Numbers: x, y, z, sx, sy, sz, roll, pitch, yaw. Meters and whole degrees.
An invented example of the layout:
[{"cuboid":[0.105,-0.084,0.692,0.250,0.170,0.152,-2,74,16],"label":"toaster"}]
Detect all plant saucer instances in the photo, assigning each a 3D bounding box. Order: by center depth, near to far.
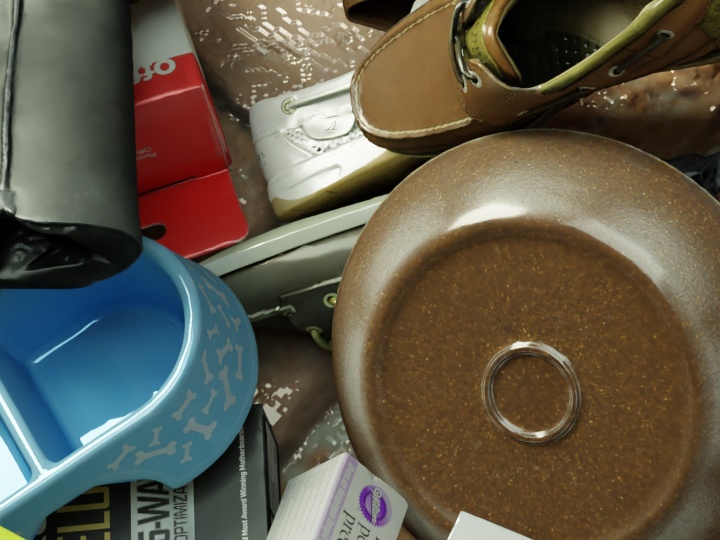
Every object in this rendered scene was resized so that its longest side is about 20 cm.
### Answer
[{"cuboid":[0.073,0.045,1.004,0.200,0.037,0.201,6,105,22],"label":"plant saucer"}]

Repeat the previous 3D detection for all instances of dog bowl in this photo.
[{"cuboid":[-0.138,0.059,1.021,0.200,0.050,0.112,-34,62,-1],"label":"dog bowl"}]

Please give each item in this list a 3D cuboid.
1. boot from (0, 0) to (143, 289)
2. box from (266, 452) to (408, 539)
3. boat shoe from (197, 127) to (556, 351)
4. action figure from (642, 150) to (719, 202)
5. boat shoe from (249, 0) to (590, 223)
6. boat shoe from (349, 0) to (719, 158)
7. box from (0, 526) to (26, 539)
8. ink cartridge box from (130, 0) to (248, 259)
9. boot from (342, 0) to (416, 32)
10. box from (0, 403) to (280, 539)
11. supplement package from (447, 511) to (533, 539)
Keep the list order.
[{"cuboid":[-0.100,-0.088,1.033,0.164,0.066,0.200,-12,46,15],"label":"boot"},{"cuboid":[-0.032,0.161,0.965,0.039,0.041,0.200,41,45,-21],"label":"box"},{"cuboid":[0.000,0.000,1.083,0.201,0.072,0.060,-21,93,6],"label":"boat shoe"},{"cuboid":[0.173,0.010,1.035,0.102,0.119,0.200,-34,78,-9],"label":"action figure"},{"cuboid":[0.041,-0.090,1.100,0.199,0.071,0.070,-24,79,8],"label":"boat shoe"},{"cuboid":[0.064,-0.096,0.996,0.200,0.068,0.072,-20,78,37],"label":"boat shoe"},{"cuboid":[-0.178,0.141,0.957,0.199,0.122,0.048,25,32,18],"label":"box"},{"cuboid":[-0.132,-0.090,1.132,0.116,0.067,0.200,-19,57,-3],"label":"ink cartridge box"},{"cuboid":[-0.004,-0.178,1.170,0.199,0.077,0.156,5,63,-3],"label":"boot"},{"cuboid":[-0.108,0.161,1.030,0.157,0.050,0.201,-6,64,5],"label":"box"},{"cuboid":[0.098,0.211,0.949,0.199,0.111,0.156,22,69,16],"label":"supplement package"}]
